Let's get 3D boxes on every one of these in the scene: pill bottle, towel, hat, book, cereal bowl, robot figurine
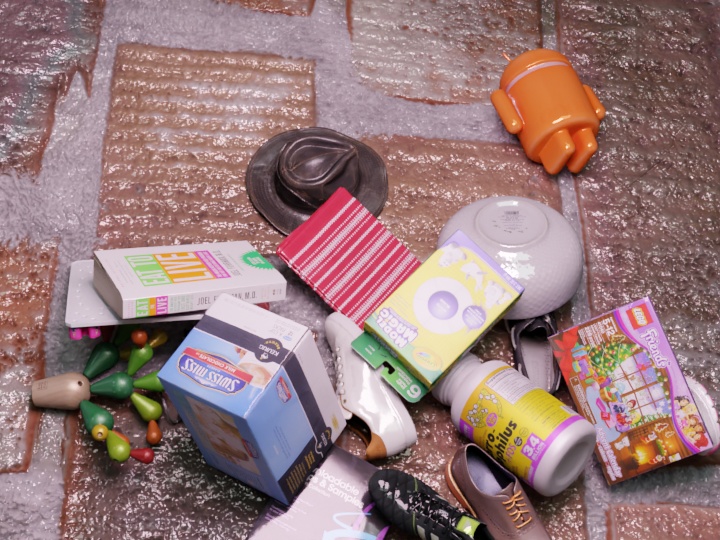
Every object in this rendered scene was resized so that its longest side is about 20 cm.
[{"bbox_3d":[0.183,0.180,1.477,0.104,0.104,0.200,-37,53,-25],"label":"pill bottle"},{"bbox_3d":[0.000,0.000,1.588,0.200,0.022,0.145,45,61,-4],"label":"towel"},{"bbox_3d":[-0.055,-0.141,1.654,0.200,0.081,0.201,4,59,-6],"label":"hat"},{"bbox_3d":[-0.207,0.012,1.452,0.200,0.048,0.134,-7,24,-26],"label":"book"},{"bbox_3d":[0.197,-0.033,1.598,0.200,0.083,0.200,-2,45,2],"label":"cereal bowl"},{"bbox_3d":[0.272,-0.236,1.741,0.144,0.117,0.200,-24,64,9],"label":"robot figurine"}]

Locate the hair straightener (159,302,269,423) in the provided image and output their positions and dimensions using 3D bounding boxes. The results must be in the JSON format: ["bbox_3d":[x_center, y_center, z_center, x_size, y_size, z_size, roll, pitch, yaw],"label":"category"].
[{"bbox_3d":[-0.195,0.104,1.526,0.077,0.041,0.200,17,63,26],"label":"hair straightener"}]

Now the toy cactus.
[{"bbox_3d":[-0.313,0.142,1.453,0.165,0.102,0.200,-5,66,1],"label":"toy cactus"}]

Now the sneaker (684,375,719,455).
[{"bbox_3d":[0.379,0.163,1.553,0.088,0.081,0.200,-29,62,-18],"label":"sneaker"}]

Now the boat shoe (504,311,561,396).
[{"bbox_3d":[0.227,0.088,1.577,0.074,0.060,0.200,9,60,-4],"label":"boat shoe"}]

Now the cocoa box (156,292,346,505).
[{"bbox_3d":[-0.121,0.150,1.390,0.133,0.200,0.131,21,59,28],"label":"cocoa box"}]

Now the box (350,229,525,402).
[{"bbox_3d":[0.093,0.057,1.486,0.117,0.048,0.200,42,76,12],"label":"box"}]

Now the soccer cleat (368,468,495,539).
[{"bbox_3d":[0.099,0.294,1.406,0.200,0.081,0.068,38,59,-2],"label":"soccer cleat"}]

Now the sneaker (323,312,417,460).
[{"bbox_3d":[-0.011,0.143,1.502,0.085,0.073,0.200,-23,65,-18],"label":"sneaker"}]

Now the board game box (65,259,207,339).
[{"bbox_3d":[-0.259,0.030,1.492,0.199,0.026,0.200,-3,22,-10],"label":"board game box"}]

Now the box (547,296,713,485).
[{"bbox_3d":[0.335,0.149,1.502,0.137,0.039,0.200,-24,81,15],"label":"box"}]

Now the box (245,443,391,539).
[{"bbox_3d":[-0.046,0.306,1.425,0.143,0.036,0.200,27,58,7],"label":"box"}]

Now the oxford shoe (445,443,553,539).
[{"bbox_3d":[0.176,0.294,1.443,0.071,0.073,0.200,-34,71,-25],"label":"oxford shoe"}]
